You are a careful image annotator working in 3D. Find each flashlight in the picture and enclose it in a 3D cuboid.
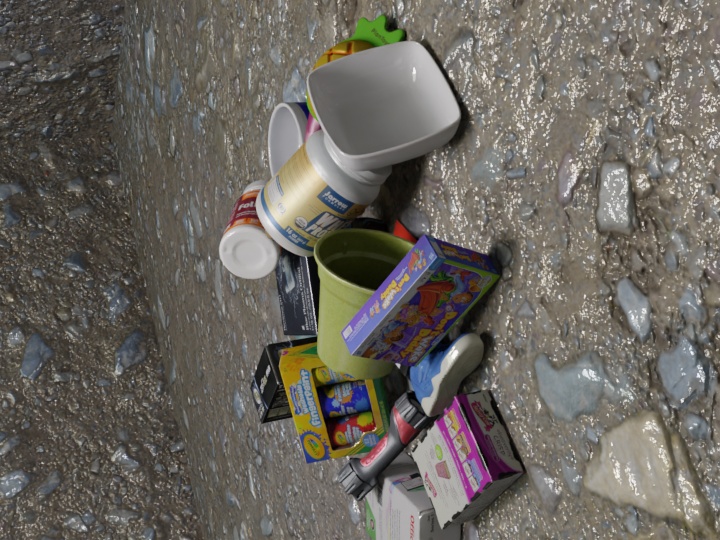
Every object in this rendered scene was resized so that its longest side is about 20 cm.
[{"bbox_3d":[0.037,0.291,1.440,0.200,0.068,0.068,-48,18,17],"label":"flashlight"}]

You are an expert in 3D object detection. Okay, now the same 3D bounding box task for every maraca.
[{"bbox_3d":[-0.009,-0.323,1.397,0.137,0.107,0.200,45,103,22],"label":"maraca"}]

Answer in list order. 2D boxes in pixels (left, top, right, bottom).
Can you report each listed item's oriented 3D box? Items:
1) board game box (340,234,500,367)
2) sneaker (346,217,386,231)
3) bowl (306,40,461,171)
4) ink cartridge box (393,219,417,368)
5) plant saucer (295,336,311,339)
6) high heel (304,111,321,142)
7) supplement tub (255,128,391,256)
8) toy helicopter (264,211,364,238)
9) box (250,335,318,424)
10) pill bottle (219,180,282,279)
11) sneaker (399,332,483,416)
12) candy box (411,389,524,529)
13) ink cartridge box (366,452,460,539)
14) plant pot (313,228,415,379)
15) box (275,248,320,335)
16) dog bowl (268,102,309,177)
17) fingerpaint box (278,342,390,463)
[{"bbox_3d":[0.084,0.048,1.214,0.200,0.134,0.045,-51,46,26],"label":"board game box"},{"bbox_3d":[0.000,0.000,1.530,0.073,0.082,0.201,47,136,50],"label":"sneaker"},{"bbox_3d":[0.033,-0.235,1.278,0.075,0.199,0.200,85,165,-57],"label":"bowl"},{"bbox_3d":[0.062,0.041,1.449,0.163,0.057,0.201,-129,35,-50],"label":"ink cartridge box"},{"bbox_3d":[-0.133,0.074,1.900,0.200,0.036,0.201,172,90,-66],"label":"plant saucer"},{"bbox_3d":[-0.084,-0.241,1.583,0.200,0.067,0.096,-54,55,29],"label":"high heel"},{"bbox_3d":[-0.059,-0.134,1.387,0.200,0.144,0.145,-43,54,29],"label":"supplement tub"},{"bbox_3d":[-0.078,-0.104,1.538,0.132,0.199,0.079,14,129,63],"label":"toy helicopter"},{"bbox_3d":[-0.095,0.205,1.655,0.164,0.199,0.086,114,141,-50],"label":"box"},{"bbox_3d":[-0.196,-0.084,1.636,0.200,0.114,0.115,-84,4,-56],"label":"pill bottle"},{"bbox_3d":[0.117,0.131,1.317,0.111,0.076,0.200,57,153,27],"label":"sneaker"},{"bbox_3d":[0.156,0.288,1.295,0.137,0.061,0.200,68,151,28],"label":"candy box"},{"bbox_3d":[0.086,0.420,1.456,0.200,0.084,0.146,-152,59,-62],"label":"ink cartridge box"},{"bbox_3d":[0.011,0.062,1.353,0.200,0.199,0.185,51,137,49],"label":"plant pot"},{"bbox_3d":[-0.081,0.024,1.676,0.200,0.117,0.198,169,93,-67],"label":"box"},{"bbox_3d":[-0.117,-0.237,1.725,0.200,0.078,0.201,173,90,-66],"label":"dog bowl"},{"bbox_3d":[-0.039,0.226,1.515,0.073,0.166,0.201,-88,-13,-70],"label":"fingerpaint box"}]
